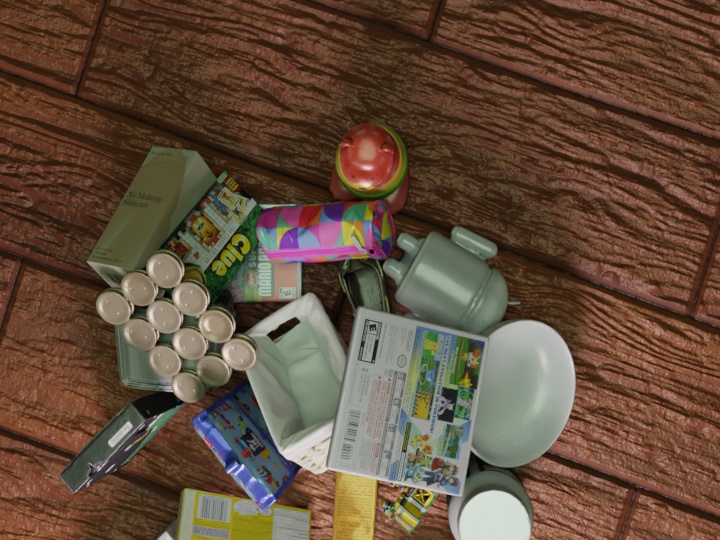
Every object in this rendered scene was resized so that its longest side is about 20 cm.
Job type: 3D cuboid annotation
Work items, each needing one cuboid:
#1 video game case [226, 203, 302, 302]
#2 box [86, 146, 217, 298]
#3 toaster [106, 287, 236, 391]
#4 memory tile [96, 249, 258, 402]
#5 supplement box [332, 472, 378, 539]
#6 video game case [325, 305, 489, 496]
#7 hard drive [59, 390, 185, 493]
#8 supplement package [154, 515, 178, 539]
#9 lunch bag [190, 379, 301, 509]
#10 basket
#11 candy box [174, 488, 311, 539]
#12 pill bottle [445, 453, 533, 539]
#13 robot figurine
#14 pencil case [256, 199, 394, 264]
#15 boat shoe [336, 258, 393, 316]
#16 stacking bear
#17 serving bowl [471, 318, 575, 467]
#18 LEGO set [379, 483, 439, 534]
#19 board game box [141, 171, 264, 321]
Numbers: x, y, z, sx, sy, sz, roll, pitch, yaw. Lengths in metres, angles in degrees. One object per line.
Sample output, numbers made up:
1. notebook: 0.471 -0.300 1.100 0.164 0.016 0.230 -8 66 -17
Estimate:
1. video game case: -0.183 -0.026 1.301 0.194 0.017 0.147 0 90 4
2. box: -0.287 -0.069 1.227 0.093 0.078 0.203 7 61 27
3. toaster: -0.275 0.096 1.251 0.194 0.114 0.133 2 103 2
4. memory tile: -0.242 0.077 1.160 0.152 0.017 0.201 -33 107 24
5. supplement box: -0.005 0.306 1.262 0.067 0.067 0.206 2 89 3
6. video game case: 0.061 0.164 1.097 0.178 0.022 0.205 13 82 -10
7. hard drive: -0.325 0.229 1.216 0.140 0.200 0.038 -45 85 3
8. supplement package: -0.294 0.469 1.252 0.117 0.117 0.200 44 91 3
9. lunch bag: -0.163 0.250 1.205 0.094 0.200 0.151 -40 88 2
10. basket: -0.066 0.160 1.201 0.134 0.124 0.202 -30 53 2
11. candy box: -0.163 0.376 1.229 0.196 0.026 0.104 17 58 -22
12. pill bottle: 0.174 0.323 1.184 0.113 0.200 0.120 0 90 4
13. robot figurine: 0.127 0.023 1.233 0.198 0.113 0.172 32 93 3
14. pencil case: -0.048 -0.052 1.215 0.195 0.088 0.091 -2 89 25
15. boat shoe: 0.000 0.000 1.268 0.070 0.060 0.205 -17 88 4
16. stacking bear: 0.013 -0.149 1.199 0.118 0.200 0.117 14 90 3
17. serving bowl: 0.200 0.163 1.201 0.196 0.065 0.206 -5 100 -28
18. LEGO set: 0.069 0.257 1.202 0.115 0.200 0.155 36 104 11
19. board game box: -0.207 -0.037 1.211 0.105 0.023 0.202 45 51 -17
